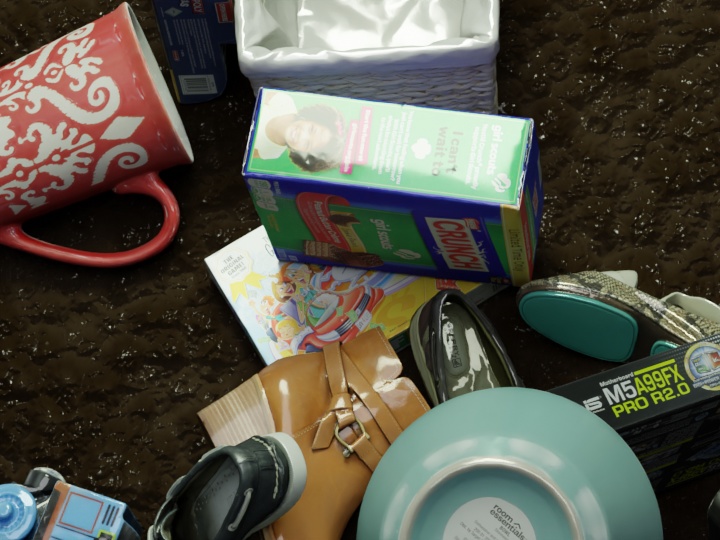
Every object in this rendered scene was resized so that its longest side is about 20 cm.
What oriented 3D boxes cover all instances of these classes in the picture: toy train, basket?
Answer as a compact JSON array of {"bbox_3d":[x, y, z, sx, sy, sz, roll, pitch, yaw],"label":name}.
[{"bbox_3d":[-0.236,0.241,1.695,0.113,0.087,0.201,16,69,15],"label":"toy train"},{"bbox_3d":[0.012,-0.213,1.822,0.198,0.161,0.200,-4,66,6],"label":"basket"}]

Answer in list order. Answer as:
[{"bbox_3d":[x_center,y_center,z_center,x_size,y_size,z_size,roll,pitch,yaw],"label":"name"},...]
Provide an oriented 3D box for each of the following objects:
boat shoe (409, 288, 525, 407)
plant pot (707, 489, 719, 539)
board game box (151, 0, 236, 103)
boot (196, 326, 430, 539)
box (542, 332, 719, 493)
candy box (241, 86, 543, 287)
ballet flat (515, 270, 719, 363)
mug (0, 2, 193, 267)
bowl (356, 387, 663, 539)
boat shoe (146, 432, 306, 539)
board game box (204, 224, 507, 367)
[{"bbox_3d":[0.090,0.107,1.713,0.071,0.066,0.202,-20,77,-8],"label":"boat shoe"},{"bbox_3d":[0.342,0.176,1.598,0.177,0.200,0.200,32,74,21],"label":"plant pot"},{"bbox_3d":[-0.124,-0.264,1.839,0.061,0.200,0.202,-2,67,3],"label":"board game box"},{"bbox_3d":[-0.010,0.151,1.712,0.154,0.077,0.201,-25,73,-9],"label":"boot"},{"bbox_3d":[0.189,0.112,1.632,0.199,0.161,0.045,-17,65,-21],"label":"box"},{"bbox_3d":[0.028,-0.057,1.710,0.198,0.169,0.078,6,71,9],"label":"candy box"},{"bbox_3d":[0.215,0.040,1.749,0.199,0.068,0.076,22,49,9],"label":"ballet flat"},{"bbox_3d":[-0.237,-0.088,1.817,0.199,0.134,0.179,-22,64,0],"label":"mug"},{"bbox_3d":[0.087,0.174,1.474,0.199,0.105,0.203,0,87,9],"label":"bowl"},{"bbox_3d":[-0.116,0.179,1.662,0.060,0.200,0.076,-3,51,-45],"label":"boat shoe"},{"bbox_3d":[0.000,0.000,1.800,0.199,0.034,0.135,-31,67,-7],"label":"board game box"}]
